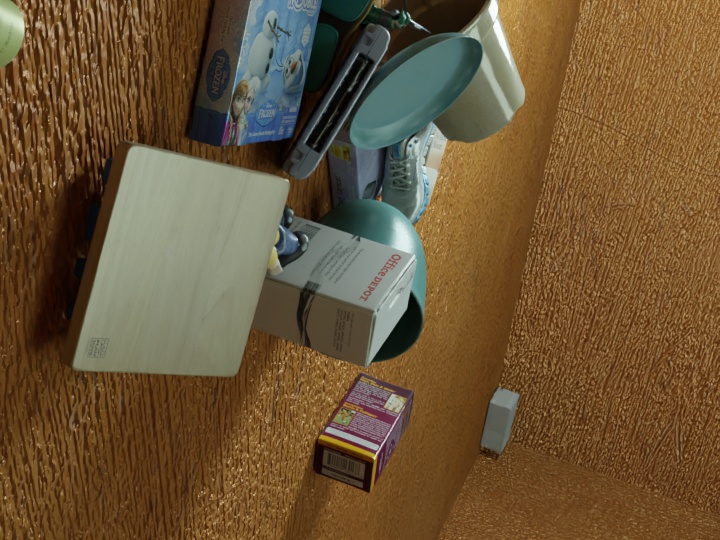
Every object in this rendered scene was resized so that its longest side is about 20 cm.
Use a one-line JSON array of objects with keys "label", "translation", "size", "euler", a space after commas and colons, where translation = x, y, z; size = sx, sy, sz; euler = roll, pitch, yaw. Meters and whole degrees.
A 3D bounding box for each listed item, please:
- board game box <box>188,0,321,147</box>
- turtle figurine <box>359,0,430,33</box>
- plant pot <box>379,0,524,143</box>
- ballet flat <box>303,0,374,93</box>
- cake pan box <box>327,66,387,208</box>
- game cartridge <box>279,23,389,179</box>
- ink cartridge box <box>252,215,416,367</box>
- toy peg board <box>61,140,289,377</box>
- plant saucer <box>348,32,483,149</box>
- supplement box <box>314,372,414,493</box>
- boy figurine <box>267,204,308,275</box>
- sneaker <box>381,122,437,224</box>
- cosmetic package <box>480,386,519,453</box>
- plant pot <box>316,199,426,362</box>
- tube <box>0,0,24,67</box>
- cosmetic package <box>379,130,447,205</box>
[{"label": "board game box", "translation": [-0.104, -0.237, 1.219], "size": [0.200, 0.043, 0.201], "euler": [-28, 132, -69]}, {"label": "turtle figurine", "translation": [0.016, -0.345, 1.406], "size": [0.201, 0.100, 0.151], "euler": [63, 12, -50]}, {"label": "plant pot", "translation": [0.131, -0.284, 1.579], "size": [0.184, 0.199, 0.201], "euler": [53, 50, -37]}, {"label": "ballet flat", "translation": [-0.028, -0.300, 1.336], "size": [0.201, 0.068, 0.063], "euler": [-57, -176, 34]}, {"label": "cake pan box", "translation": [0.015, -0.197, 1.666], "size": [0.185, 0.052, 0.201], "euler": [87, 25, -56]}, {"label": "game cartridge", "translation": [-0.032, -0.200, 1.382], "size": [0.201, 0.041, 0.133], "euler": [-59, -168, 2]}, {"label": "ink cartridge box", "translation": [-0.049, 0.018, 1.387], "size": [0.144, 0.198, 0.084], "euler": [-51, 154, -52]}, {"label": "toy peg board", "translation": [-0.190, -0.014, 1.071], "size": [0.198, 0.097, 0.202], "euler": [8, 100, -50]}, {"label": "plant saucer", "translation": [0.064, -0.226, 1.422], "size": [0.199, 0.028, 0.200], "euler": [-31, 163, -11]}, {"label": "supplement box", "translation": [0.009, 0.286, 2.045], "size": [0.200, 0.109, 0.086], "euler": [-53, 156, -51]}, {"label": "boy figurine", "translation": [-0.125, -0.049, 1.245], "size": [0.064, 0.125, 0.200], "euler": [-36, 162, 15]}, {"label": "sneaker", "translation": [0.060, -0.161, 1.663], "size": [0.087, 0.074, 0.202], "euler": [-3, 101, -67]}, {"label": "cosmetic package", "translation": [0.484, 0.520, 4.000], "size": [0.107, 0.090, 0.201], "euler": [-47, 154, -51]}, {"label": "plant pot", "translation": [0.000, 0.000, 1.578], "size": [0.202, 0.199, 0.162], "euler": [91, 9, -45]}, {"label": "tube", "translation": [-0.279, -0.166, 0.683], "size": [0.058, 0.052, 0.200], "euler": [69, 16, 13]}, {"label": "cosmetic package", "translation": [0.087, -0.210, 1.830], "size": [0.103, 0.087, 0.202], "euler": [-12, 118, -71]}]
